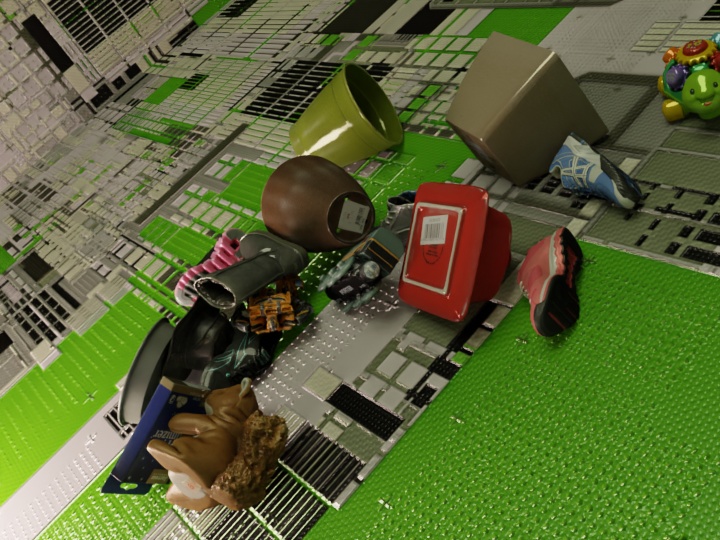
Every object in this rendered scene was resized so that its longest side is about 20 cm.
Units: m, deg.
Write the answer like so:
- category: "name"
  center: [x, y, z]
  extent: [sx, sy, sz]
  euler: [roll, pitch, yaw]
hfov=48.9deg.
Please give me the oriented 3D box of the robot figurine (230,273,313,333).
- category: "robot figurine"
  center: [-0.160, 0.051, 1.414]
  extent: [0.145, 0.058, 0.200]
  euler: [-8, 21, -5]

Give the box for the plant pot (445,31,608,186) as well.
- category: "plant pot"
  center: [0.273, -0.269, 1.394]
  extent: [0.177, 0.200, 0.200]
  euler: [-47, 35, 3]

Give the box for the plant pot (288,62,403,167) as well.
- category: "plant pot"
  center: [-0.043, -0.307, 1.705]
  extent: [0.193, 0.200, 0.200]
  euler: [-31, 33, 26]

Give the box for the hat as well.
- category: "hat"
  center: [-0.269, 0.129, 1.405]
  extent: [0.081, 0.201, 0.201]
  euler: [24, 57, 8]

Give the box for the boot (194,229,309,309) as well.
- category: "boot"
  center: [-0.213, -0.001, 1.407]
  extent: [0.182, 0.073, 0.200]
  euler: [10, 33, 41]

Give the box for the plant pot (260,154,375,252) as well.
- category: "plant pot"
  center: [-0.058, -0.109, 1.433]
  extent: [0.187, 0.187, 0.200]
  euler: [-43, 27, -13]

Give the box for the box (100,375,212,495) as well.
- category: "box"
  center: [-0.313, 0.268, 1.242]
  extent: [0.032, 0.121, 0.200]
  euler: [28, 87, 28]

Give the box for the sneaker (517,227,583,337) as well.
- category: "sneaker"
  center: [0.267, 0.026, 1.152]
  extent: [0.087, 0.074, 0.200]
  euler: [-23, 30, 39]

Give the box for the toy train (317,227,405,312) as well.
- category: "toy train"
  center: [0.000, 0.000, 1.327]
  extent: [0.114, 0.085, 0.200]
  euler: [-53, 8, -21]

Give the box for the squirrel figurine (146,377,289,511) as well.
- category: "squirrel figurine"
  center: [-0.192, 0.260, 1.205]
  extent: [0.200, 0.142, 0.187]
  euler: [7, 40, 26]

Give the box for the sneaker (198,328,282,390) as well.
- category: "sneaker"
  center: [-0.205, 0.161, 1.355]
  extent: [0.079, 0.075, 0.200]
  euler: [0, 48, 36]

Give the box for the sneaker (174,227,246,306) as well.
- category: "sneaker"
  center: [-0.313, -0.001, 1.658]
  extent: [0.200, 0.079, 0.095]
  euler: [-48, 15, -20]

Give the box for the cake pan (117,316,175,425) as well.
- category: "cake pan"
  center: [-0.363, 0.181, 1.388]
  extent: [0.037, 0.200, 0.200]
  euler: [19, 50, 2]

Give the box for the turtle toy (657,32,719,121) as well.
- category: "turtle toy"
  center: [0.551, -0.310, 1.275]
  extent: [0.146, 0.101, 0.200]
  euler: [-15, 39, 26]

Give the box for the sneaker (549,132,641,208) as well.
- category: "sneaker"
  center: [0.374, -0.145, 1.266]
  extent: [0.077, 0.076, 0.200]
  euler: [-51, 31, 16]

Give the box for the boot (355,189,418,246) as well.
- category: "boot"
  center: [0.065, -0.094, 1.419]
  extent: [0.200, 0.096, 0.074]
  euler: [-17, 38, 23]

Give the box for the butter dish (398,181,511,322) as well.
- category: "butter dish"
  center: [0.167, -0.027, 1.226]
  extent: [0.200, 0.148, 0.200]
  euler: [18, 99, 62]
